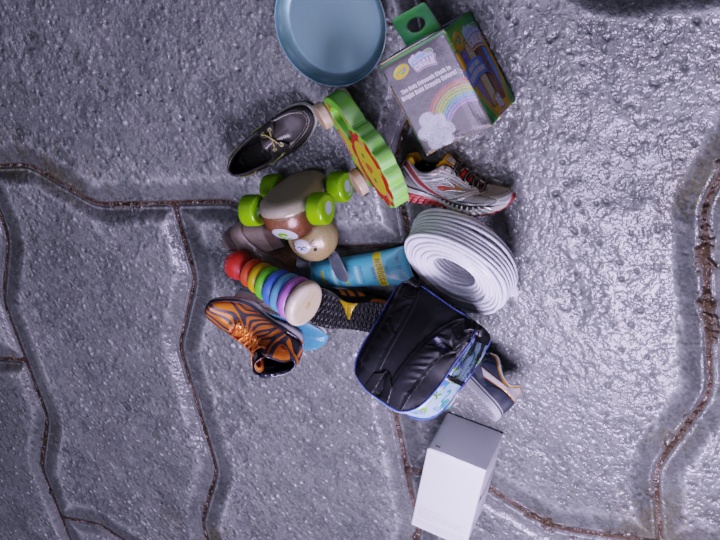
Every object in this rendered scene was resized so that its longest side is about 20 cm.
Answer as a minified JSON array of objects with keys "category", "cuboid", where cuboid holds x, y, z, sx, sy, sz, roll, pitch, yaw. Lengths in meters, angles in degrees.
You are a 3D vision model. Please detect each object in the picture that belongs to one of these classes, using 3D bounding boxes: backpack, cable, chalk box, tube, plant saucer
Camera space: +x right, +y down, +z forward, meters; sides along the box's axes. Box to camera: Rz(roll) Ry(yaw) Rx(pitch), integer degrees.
[{"category":"backpack","cuboid":[0.105,0.145,1.513,0.183,0.147,0.201,35,91,33]},{"category":"cable","cuboid":[0.163,-0.013,1.473,0.199,0.069,0.200,25,154,21]},{"category":"chalk box","cuboid":[0.122,-0.301,1.350,0.124,0.124,0.201,-20,104,35]},{"category":"tube","cuboid":[0.000,0.000,1.625,0.199,0.050,0.078,-6,121,25]},{"category":"plant saucer","cuboid":[-0.045,-0.396,1.443,0.199,0.027,0.201,13,121,22]}]

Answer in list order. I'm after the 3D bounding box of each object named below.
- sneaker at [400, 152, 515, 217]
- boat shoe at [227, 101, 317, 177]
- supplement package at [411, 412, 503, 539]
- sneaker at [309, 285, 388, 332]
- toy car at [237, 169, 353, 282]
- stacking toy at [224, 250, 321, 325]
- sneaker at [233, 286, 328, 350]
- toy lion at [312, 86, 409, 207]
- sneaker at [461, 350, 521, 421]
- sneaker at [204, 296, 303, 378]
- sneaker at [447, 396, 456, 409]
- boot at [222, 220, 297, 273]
[{"category":"sneaker","cuboid":[0.152,-0.140,1.449,0.199,0.078,0.083,14,116,18]},{"category":"boat shoe","cuboid":[-0.155,-0.222,1.572,0.201,0.061,0.072,-32,99,36]},{"category":"supplement package","cuboid":[0.181,0.394,1.696,0.117,0.117,0.201,19,124,17]},{"category":"sneaker","cuboid":[-0.020,0.068,1.639,0.199,0.090,0.071,11,101,17]},{"category":"toy car","cuboid":[-0.094,-0.060,1.575,0.163,0.158,0.201,0,121,26]},{"category":"stacking toy","cuboid":[-0.166,0.018,1.615,0.199,0.085,0.086,30,127,30]},{"category":"sneaker","cuboid":[-0.152,0.088,1.733,0.199,0.081,0.077,23,125,-9]},{"category":"toy lion","cuboid":[0.009,-0.193,1.427,0.068,0.192,0.201,-31,102,-7]},{"category":"sneaker","cuboid":[0.200,0.173,1.598,0.200,0.079,0.079,46,166,26]},{"category":"sneaker","cuboid":[-0.198,0.124,1.645,0.199,0.112,0.078,23,124,-9]},{"category":"sneaker","cuboid":[0.097,0.176,1.649,0.200,0.071,0.080,52,167,15]},{"category":"boot","cuboid":[-0.173,-0.010,1.700,0.146,0.070,0.201,-9,113,39]}]
